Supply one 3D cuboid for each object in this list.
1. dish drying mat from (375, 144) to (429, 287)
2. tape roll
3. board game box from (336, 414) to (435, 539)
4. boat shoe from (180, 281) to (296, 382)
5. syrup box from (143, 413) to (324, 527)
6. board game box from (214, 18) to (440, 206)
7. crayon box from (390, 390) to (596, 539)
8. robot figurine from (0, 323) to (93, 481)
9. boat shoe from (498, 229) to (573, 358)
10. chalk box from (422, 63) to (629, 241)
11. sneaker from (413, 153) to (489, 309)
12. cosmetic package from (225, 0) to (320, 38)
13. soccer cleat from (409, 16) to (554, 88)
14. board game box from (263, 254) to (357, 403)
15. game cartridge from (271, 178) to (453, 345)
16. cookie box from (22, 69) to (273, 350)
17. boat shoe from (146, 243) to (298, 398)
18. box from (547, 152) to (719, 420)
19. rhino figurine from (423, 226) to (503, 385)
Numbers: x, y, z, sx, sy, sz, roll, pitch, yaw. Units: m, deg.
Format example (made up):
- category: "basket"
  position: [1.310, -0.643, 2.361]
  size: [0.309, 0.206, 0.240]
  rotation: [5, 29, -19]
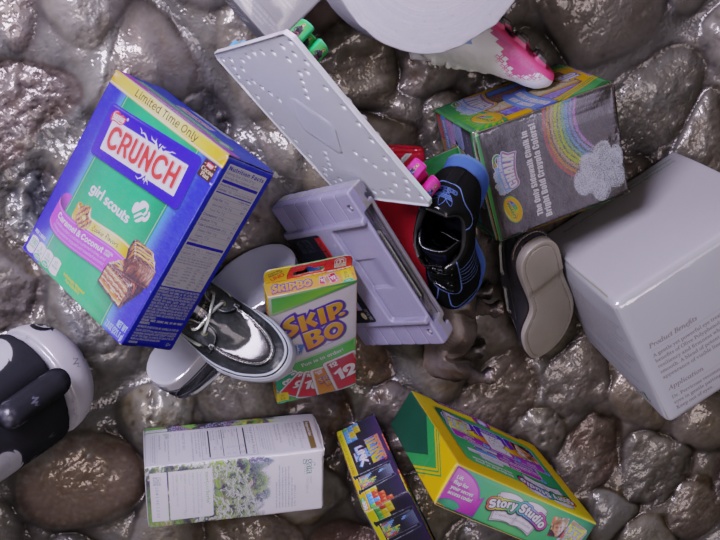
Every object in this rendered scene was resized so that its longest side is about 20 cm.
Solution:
- category: "dish drying mat"
  position: [0.039, -0.037, 0.970]
  size: [0.076, 0.018, 0.202]
  rotation: [5, 112, 22]
- category: "tape roll"
  position: [0.054, -0.299, 0.787]
  size: [0.198, 0.066, 0.202]
  rotation: [-6, 113, -15]
- category: "board game box"
  position: [0.048, 0.293, 1.032]
  size: [0.056, 0.166, 0.201]
  rotation: [-25, 114, -1]
- category: "boat shoe"
  position: [-0.156, 0.048, 0.884]
  size: [0.199, 0.071, 0.072]
  rotation: [26, 77, 19]
- category: "syrup box"
  position: [-0.142, 0.224, 1.004]
  size: [0.198, 0.082, 0.080]
  rotation: [-4, 112, -13]
- category: "board game box"
  position: [-0.034, -0.144, 0.838]
  size: [0.026, 0.200, 0.200]
  rotation: [-48, 115, -13]
- category: "crayon box"
  position: [0.149, 0.235, 1.032]
  size: [0.199, 0.173, 0.059]
  rotation: [27, 102, -21]
- category: "robot figurine"
  position: [-0.356, 0.133, 0.862]
  size: [0.200, 0.149, 0.126]
  rotation: [-36, 145, -45]
- category: "boat shoe"
  position: [0.197, 0.022, 1.023]
  size: [0.072, 0.063, 0.201]
  rotation: [-31, 138, -11]
- category: "chalk box"
  position: [0.158, -0.120, 0.934]
  size: [0.198, 0.124, 0.126]
  rotation: [-19, 114, -6]
- category: "sneaker"
  position: [0.084, -0.019, 0.888]
  size: [0.078, 0.070, 0.201]
  rotation: [-53, 153, -35]
- category: "cosmetic package"
  position: [-0.051, -0.320, 0.829]
  size: [0.200, 0.090, 0.107]
  rotation: [-43, 115, 1]
- category: "soccer cleat"
  position: [0.102, -0.233, 0.903]
  size: [0.199, 0.070, 0.087]
  rotation: [35, 112, -7]
- category: "board game box"
  position: [-0.051, 0.067, 0.956]
  size: [0.095, 0.030, 0.201]
  rotation: [-11, 135, -12]
- category: "game cartridge"
  position: [0.000, 0.000, 0.940]
  size: [0.201, 0.129, 0.038]
  rotation: [56, 48, -23]
- category: "cookie box"
  position: [-0.204, -0.057, 0.839]
  size: [0.201, 0.171, 0.075]
  rotation: [-58, 153, 9]
- category: "boat shoe"
  position: [-0.138, 0.058, 0.956]
  size: [0.200, 0.072, 0.068]
  rotation: [-48, 148, -9]
- category: "box"
  position: [0.346, 0.010, 0.986]
  size: [0.198, 0.200, 0.172]
  rotation: [-32, 116, 0]
- category: "rhino figurine"
  position: [0.115, 0.037, 1.014]
  size: [0.086, 0.060, 0.202]
  rotation: [-3, 109, -16]
